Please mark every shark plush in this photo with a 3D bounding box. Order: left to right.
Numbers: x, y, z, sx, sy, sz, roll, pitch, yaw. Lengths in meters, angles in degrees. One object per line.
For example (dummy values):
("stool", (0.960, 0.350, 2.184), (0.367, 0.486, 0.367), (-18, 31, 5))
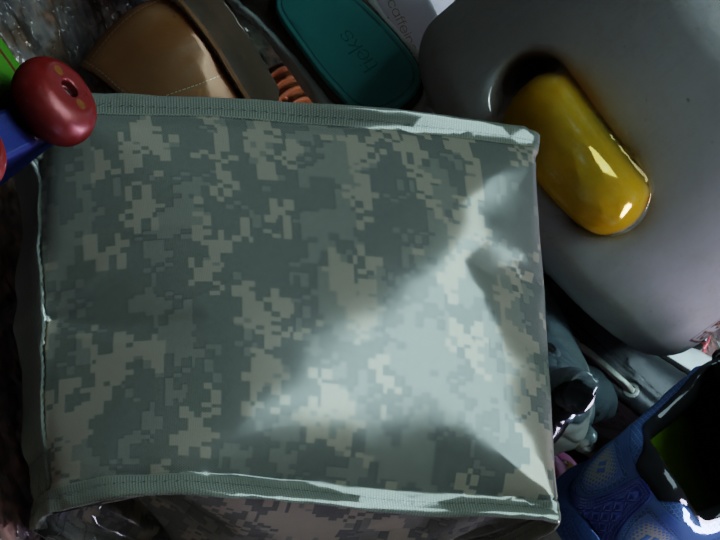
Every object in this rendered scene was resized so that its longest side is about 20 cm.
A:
("shark plush", (0.057, 0.032, 1.175), (0.200, 0.090, 0.084), (-55, 144, -80))

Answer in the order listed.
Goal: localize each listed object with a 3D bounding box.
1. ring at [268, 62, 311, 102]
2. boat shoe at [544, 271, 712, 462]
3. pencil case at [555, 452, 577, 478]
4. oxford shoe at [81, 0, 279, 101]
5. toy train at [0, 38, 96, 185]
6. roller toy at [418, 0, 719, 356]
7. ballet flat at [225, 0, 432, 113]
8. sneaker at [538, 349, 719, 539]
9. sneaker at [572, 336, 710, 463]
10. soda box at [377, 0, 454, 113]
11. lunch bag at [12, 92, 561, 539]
("ring", (0.000, 0.000, 1.322), (0.200, 0.019, 0.201), (44, 34, -40))
("boat shoe", (0.092, 0.047, 1.299), (0.199, 0.076, 0.060), (24, 55, -4))
("pencil case", (0.143, 0.149, 1.275), (0.200, 0.083, 0.087), (27, 42, -23))
("oxford shoe", (-0.045, -0.023, 1.202), (0.200, 0.071, 0.071), (56, -12, -12))
("toy train", (-0.179, -0.055, 0.956), (0.116, 0.085, 0.200), (54, 26, -1))
("roller toy", (0.118, -0.061, 1.238), (0.182, 0.140, 0.200), (41, 17, -34))
("ballet flat", (-0.029, -0.124, 1.312), (0.069, 0.069, 0.200), (20, 33, -57))
("sneaker", (0.158, 0.077, 1.215), (0.200, 0.089, 0.079), (-25, 76, -50))
("sneaker", (0.112, 0.091, 1.386), (0.078, 0.082, 0.200), (25, 44, 14))
("soda box", (0.020, -0.127, 1.371), (0.068, 0.064, 0.201), (-29, 94, -58))
("lunch bag", (-0.037, 0.027, 1.085), (0.199, 0.118, 0.165), (7, 66, -23))
